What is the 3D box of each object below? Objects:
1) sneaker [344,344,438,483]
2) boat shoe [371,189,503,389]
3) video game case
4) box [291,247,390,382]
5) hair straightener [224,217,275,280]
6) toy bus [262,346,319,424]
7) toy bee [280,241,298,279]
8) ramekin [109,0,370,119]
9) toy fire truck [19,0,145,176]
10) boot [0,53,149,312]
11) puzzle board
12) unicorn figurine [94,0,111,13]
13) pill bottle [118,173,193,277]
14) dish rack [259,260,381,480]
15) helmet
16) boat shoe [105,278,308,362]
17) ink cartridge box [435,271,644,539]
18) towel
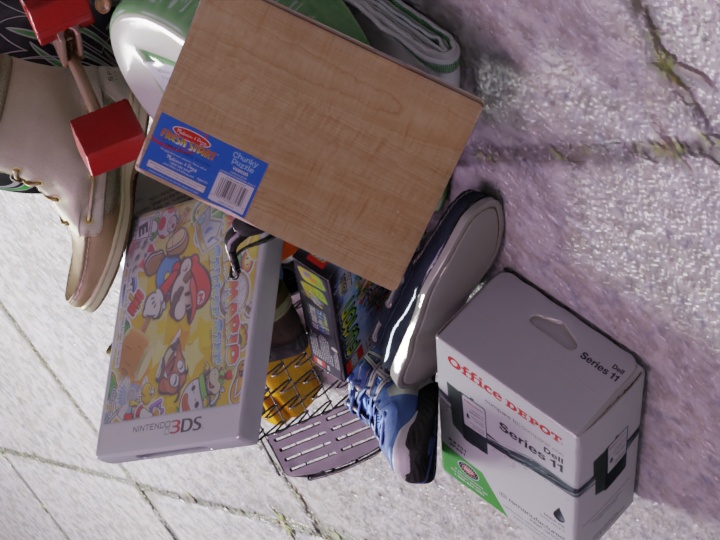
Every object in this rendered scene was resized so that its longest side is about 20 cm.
[{"bbox_3d":[0.025,0.113,1.619,0.200,0.076,0.076,-92,4,-69],"label":"sneaker"},{"bbox_3d":[0.054,0.006,1.519,0.062,0.074,0.201,50,146,27],"label":"boat shoe"},{"bbox_3d":[-0.129,0.041,1.522,0.023,0.202,0.181,21,158,-39],"label":"video game case"},{"bbox_3d":[0.000,0.000,1.540,0.035,0.110,0.200,32,162,16],"label":"box"},{"bbox_3d":[-0.018,-0.058,1.396,0.041,0.200,0.077,56,-160,24],"label":"hair straightener"},{"bbox_3d":[-0.104,0.053,1.891,0.078,0.065,0.201,1,129,57],"label":"toy bus"},{"bbox_3d":[-0.075,-0.042,1.642,0.200,0.130,0.109,86,161,-71],"label":"toy bee"},{"bbox_3d":[-0.087,-0.147,1.434,0.200,0.098,0.200,37,158,18],"label":"ramekin"},{"bbox_3d":[-0.225,-0.184,1.509,0.142,0.048,0.201,77,167,-50],"label":"toy fire truck"},{"bbox_3d":[-0.257,-0.072,1.589,0.072,0.153,0.202,-142,62,-64],"label":"boot"},{"bbox_3d":[-0.036,-0.091,1.339,0.199,0.017,0.151,25,116,-1],"label":"puzzle board"},{"bbox_3d":[-0.184,-0.254,1.521,0.073,0.138,0.201,7,128,-7],"label":"unicorn figurine"},{"bbox_3d":[-0.146,-0.003,1.708,0.201,0.114,0.114,65,156,1],"label":"pill bottle"},{"bbox_3d":[-0.063,0.096,1.798,0.153,0.055,0.201,-24,98,31],"label":"dish rack"},{"bbox_3d":[-0.276,-0.159,1.694,0.200,0.200,0.190,52,148,-11],"label":"helmet"},{"bbox_3d":[-0.124,0.061,1.602,0.200,0.072,0.066,-17,109,41],"label":"boat shoe"},{"bbox_3d":[0.137,0.116,1.552,0.146,0.083,0.201,35,153,26],"label":"ink cartridge box"},{"bbox_3d":[0.008,-0.135,1.449,0.149,0.031,0.201,39,155,20],"label":"towel"}]
